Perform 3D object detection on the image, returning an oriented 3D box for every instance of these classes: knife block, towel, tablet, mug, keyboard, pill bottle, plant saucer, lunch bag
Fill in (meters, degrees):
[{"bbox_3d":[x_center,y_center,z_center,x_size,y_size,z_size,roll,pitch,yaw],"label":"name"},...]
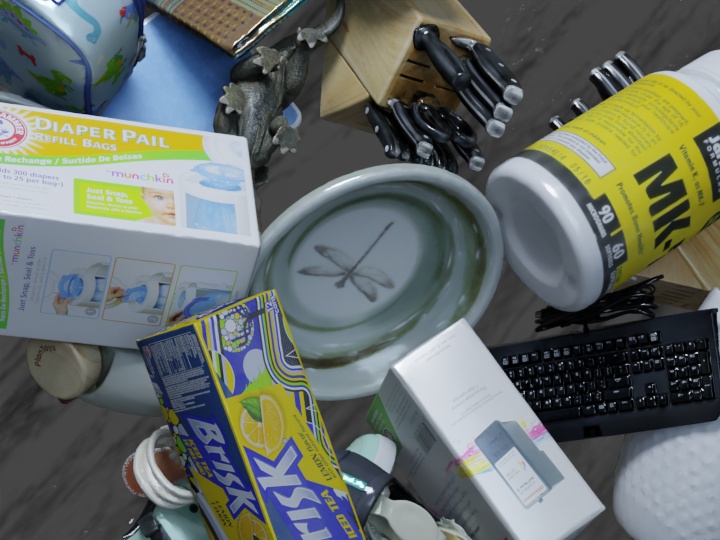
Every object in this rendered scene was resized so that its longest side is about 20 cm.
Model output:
[{"bbox_3d":[0.239,-0.065,1.252,0.198,0.064,0.177,12,76,-12],"label":"knife block"},{"bbox_3d":[-0.061,-0.239,1.192,0.200,0.022,0.146,-43,50,-17],"label":"towel"},{"bbox_3d":[0.046,-0.164,1.153,0.064,0.175,0.202,12,74,-33],"label":"knife block"},{"bbox_3d":[-0.152,-0.102,1.183,0.200,0.014,0.130,-39,90,-18],"label":"tablet"},{"bbox_3d":[0.281,0.133,1.183,0.199,0.148,0.176,25,102,-39],"label":"mug"},{"bbox_3d":[0.152,0.063,1.146,0.040,0.199,0.105,16,66,-53],"label":"keyboard"},{"bbox_3d":[0.194,-0.067,1.146,0.199,0.114,0.115,-32,88,-20],"label":"pill bottle"},{"bbox_3d":[0.000,0.000,1.138,0.198,0.201,0.050,-12,43,-17],"label":"plant saucer"},{"bbox_3d":[-0.236,-0.191,1.097,0.199,0.161,0.083,34,72,2],"label":"lunch bag"}]

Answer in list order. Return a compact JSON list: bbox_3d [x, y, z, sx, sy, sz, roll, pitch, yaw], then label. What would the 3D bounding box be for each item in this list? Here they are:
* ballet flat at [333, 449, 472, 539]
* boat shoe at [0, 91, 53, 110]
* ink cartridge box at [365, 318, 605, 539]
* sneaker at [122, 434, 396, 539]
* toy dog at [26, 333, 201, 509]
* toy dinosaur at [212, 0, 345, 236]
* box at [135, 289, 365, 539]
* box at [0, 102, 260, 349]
[{"bbox_3d":[0.033,0.182,1.086,0.073,0.073,0.200,-60,138,-18],"label":"ballet flat"},{"bbox_3d":[-0.204,-0.068,1.121,0.198,0.065,0.074,20,74,-11],"label":"boat shoe"},{"bbox_3d":[0.093,0.146,1.122,0.067,0.117,0.201,-31,75,-20],"label":"ink cartridge box"},{"bbox_3d":[-0.072,0.154,1.116,0.200,0.074,0.118,-42,95,-17],"label":"sneaker"},{"bbox_3d":[-0.138,0.094,1.092,0.131,0.097,0.200,-17,57,-40],"label":"toy dog"},{"bbox_3d":[-0.071,-0.119,1.154,0.076,0.102,0.202,21,72,-19],"label":"toy dinosaur"},{"bbox_3d":[-0.059,0.120,0.992,0.070,0.064,0.202,-23,95,-42],"label":"box"},{"bbox_3d":[-0.173,-0.026,1.047,0.198,0.102,0.113,7,41,-17],"label":"box"}]
